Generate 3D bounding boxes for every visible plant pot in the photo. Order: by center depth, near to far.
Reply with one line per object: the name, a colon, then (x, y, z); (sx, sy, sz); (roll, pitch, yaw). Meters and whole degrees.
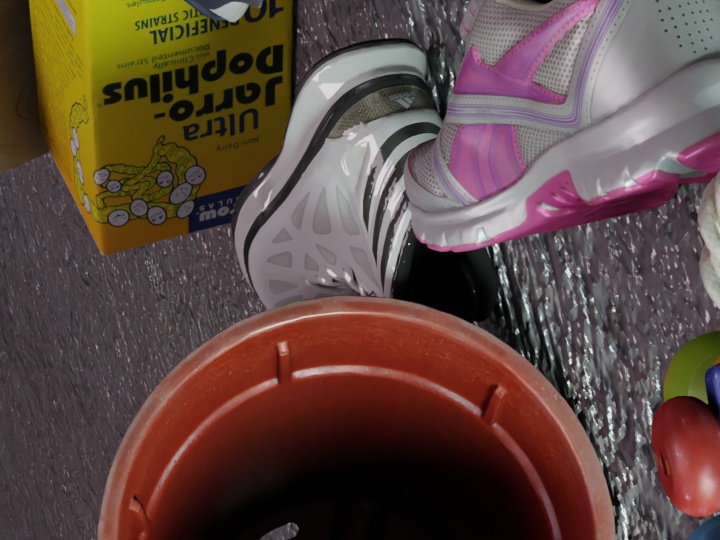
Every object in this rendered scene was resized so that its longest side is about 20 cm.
plant pot: (-0.006, 0.138, 0.950); (0.195, 0.201, 0.201); (99, 152, -68)

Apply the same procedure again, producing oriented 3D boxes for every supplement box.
supplement box: (-0.104, -0.125, 1.143); (0.200, 0.109, 0.110); (92, 156, -43)

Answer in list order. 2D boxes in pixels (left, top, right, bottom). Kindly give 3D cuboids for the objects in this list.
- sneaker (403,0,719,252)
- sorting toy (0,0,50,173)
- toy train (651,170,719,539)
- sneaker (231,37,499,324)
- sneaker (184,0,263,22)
sneaker: (0.070, -0.061, 0.732); (0.200, 0.081, 0.088); (-21, 83, 64)
sorting toy: (-0.199, -0.170, 1.240); (0.070, 0.200, 0.199); (7, 114, 36)
toy train: (0.119, 0.037, 0.660); (0.116, 0.085, 0.200); (-134, 31, -81)
sneaker: (0.000, 0.000, 0.981); (0.201, 0.076, 0.115); (111, 143, -57)
sneaker: (-0.102, -0.157, 0.988); (0.130, 0.199, 0.079); (55, 149, 22)
